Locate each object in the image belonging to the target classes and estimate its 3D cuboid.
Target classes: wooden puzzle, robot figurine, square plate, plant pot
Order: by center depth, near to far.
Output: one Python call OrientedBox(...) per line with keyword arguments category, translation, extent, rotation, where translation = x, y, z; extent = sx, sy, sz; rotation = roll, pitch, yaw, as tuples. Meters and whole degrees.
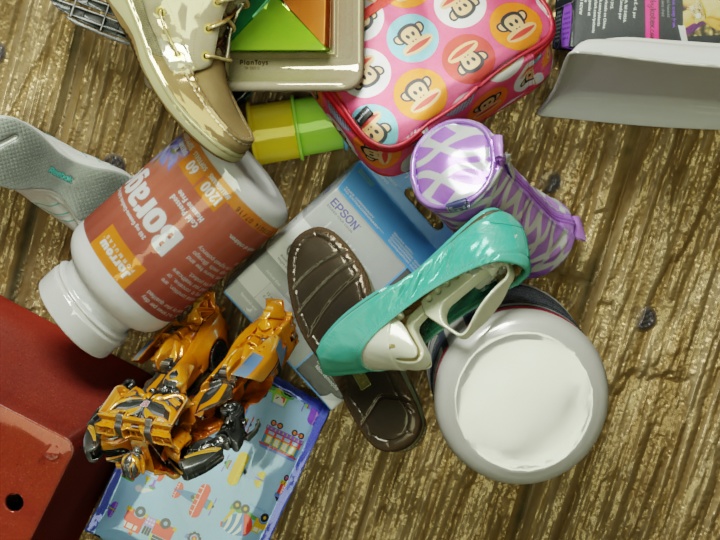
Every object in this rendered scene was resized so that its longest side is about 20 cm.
OrientedBox(category="wooden puzzle", translation=(-0.088, -0.244, 1.256), extent=(0.183, 0.037, 0.202), rotation=(1, 89, 12))
OrientedBox(category="robot figurine", translation=(-0.139, 0.094, 1.270), extent=(0.144, 0.200, 0.059), rotation=(5, 124, 26))
OrientedBox(category="square plate", translation=(0.254, -0.153, 1.284), extent=(0.196, 0.200, 0.029), rotation=(5, 81, 0))
OrientedBox(category="plant pot", translation=(-0.312, 0.152, 1.334), extent=(0.198, 0.176, 0.201), rotation=(27, 97, -4))

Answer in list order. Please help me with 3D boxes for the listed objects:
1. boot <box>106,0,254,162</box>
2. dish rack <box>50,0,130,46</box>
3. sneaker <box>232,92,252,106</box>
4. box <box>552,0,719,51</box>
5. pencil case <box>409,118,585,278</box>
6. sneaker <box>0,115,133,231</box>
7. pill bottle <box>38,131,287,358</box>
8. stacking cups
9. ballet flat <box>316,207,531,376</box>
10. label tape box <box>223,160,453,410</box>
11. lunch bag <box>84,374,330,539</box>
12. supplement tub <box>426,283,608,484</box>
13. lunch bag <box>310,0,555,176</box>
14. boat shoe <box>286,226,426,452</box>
OrientedBox(category="boot", translation=(-0.101, -0.202, 1.209), extent=(0.155, 0.073, 0.201), rotation=(-33, 79, 16))
OrientedBox(category="dish rack", translation=(-0.172, -0.287, 1.317), extent=(0.152, 0.055, 0.202), rotation=(19, 89, -2))
OrientedBox(category="sneaker", translation=(-0.086, -0.207, 1.325), extent=(0.071, 0.080, 0.201), rotation=(28, 100, -13))
OrientedBox(category="box", translation=(0.267, -0.230, 1.305), extent=(0.198, 0.122, 0.107), rotation=(5, 97, -1))
OrientedBox(category="pencil case", translation=(0.113, -0.058, 1.295), extent=(0.085, 0.200, 0.085), rotation=(-22, 65, 19))
OrientedBox(category="sneaker", translation=(-0.251, -0.077, 1.358), extent=(0.200, 0.080, 0.071), rotation=(35, 89, -24))
OrientedBox(category="pill bottle", translation=(-0.166, -0.023, 1.295), extent=(0.200, 0.112, 0.112), rotation=(-40, 97, 8))
OrientedBox(category="stacking cups", translation=(0.003, -0.129, 1.353), extent=(0.198, 0.061, 0.061), rotation=(-7, 98, 0))
OrientedBox(category="ballet flat", translation=(0.050, 0.034, 1.214), extent=(0.199, 0.071, 0.067), rotation=(-39, 141, 12))
OrientedBox(category="label tape box", translation=(0.000, 0.000, 1.368), extent=(0.200, 0.066, 0.143), rotation=(-41, 96, 7))
OrientedBox(category="lunch bag", translation=(-0.128, 0.164, 1.378), extent=(0.149, 0.094, 0.201), rotation=(26, 96, -2))
OrientedBox(category="supplement tub", translation=(0.126, 0.087, 1.312), extent=(0.139, 0.200, 0.142), rotation=(0, 99, 0))
OrientedBox(category="lunch bag", translation=(0.046, -0.195, 1.308), extent=(0.199, 0.082, 0.177), rotation=(-35, 71, -8))
OrientedBox(category="boat shoe", translation=(-0.002, 0.060, 1.312), extent=(0.071, 0.076, 0.202), rotation=(-25, 76, 14))
